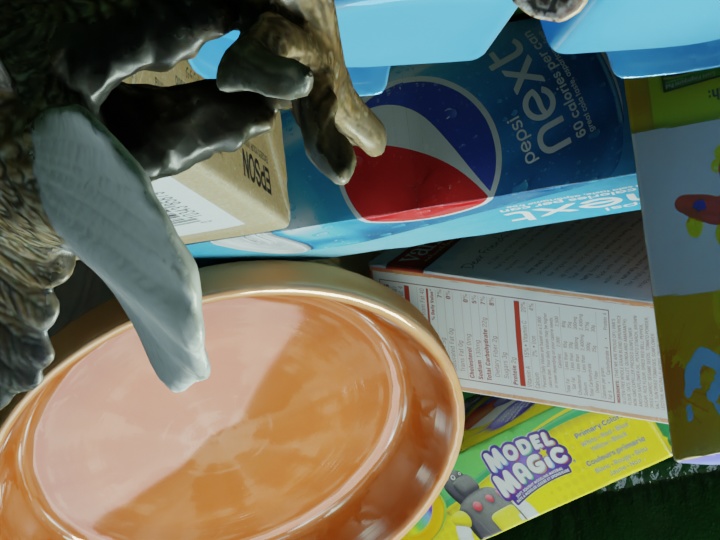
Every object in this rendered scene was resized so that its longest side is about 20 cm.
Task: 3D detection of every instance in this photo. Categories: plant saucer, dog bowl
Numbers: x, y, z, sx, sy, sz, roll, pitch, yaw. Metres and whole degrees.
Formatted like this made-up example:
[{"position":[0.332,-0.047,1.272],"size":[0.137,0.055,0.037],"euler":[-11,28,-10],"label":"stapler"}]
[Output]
[{"position":[-0.057,0.070,0.875],"size":[0.199,0.032,0.201],"euler":[-10,135,-10],"label":"plant saucer"},{"position":[0.048,-0.090,0.610],"size":[0.199,0.050,0.111],"euler":[-5,170,-10],"label":"dog bowl"}]

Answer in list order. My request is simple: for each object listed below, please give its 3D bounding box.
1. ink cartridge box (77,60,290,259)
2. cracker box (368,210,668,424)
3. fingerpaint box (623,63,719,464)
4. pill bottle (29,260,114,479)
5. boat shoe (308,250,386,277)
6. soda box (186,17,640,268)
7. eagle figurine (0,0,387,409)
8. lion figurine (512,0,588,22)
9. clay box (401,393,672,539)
[{"position":[-0.122,-0.050,0.658],"size":[0.164,0.076,0.200],"euler":[-9,171,10],"label":"ink cartridge box"},{"position":[0.121,0.009,0.904],"size":[0.199,0.058,0.134],"euler":[8,-155,32],"label":"cracker box"},{"position":[0.188,-0.035,0.666],"size":[0.199,0.168,0.073],"euler":[-14,167,36],"label":"fingerpaint box"},{"position":[-0.117,0.049,0.937],"size":[0.114,0.115,0.200],"euler":[-11,142,26],"label":"pill bottle"},{"position":[0.000,0.000,0.984],"size":[0.074,0.067,0.200],"euler":[3,166,27],"label":"boat shoe"},{"position":[0.024,-0.047,0.798],"size":[0.199,0.065,0.068],"euler":[-9,170,13],"label":"soda box"},{"position":[-0.099,-0.043,0.476],"size":[0.199,0.153,0.151],"euler":[-7,175,9],"label":"eagle figurine"},{"position":[0.076,-0.113,0.425],"size":[0.199,0.073,0.123],"euler":[-16,-159,17],"label":"lion figurine"},{"position":[0.083,0.077,1.012],"size":[0.200,0.048,0.115],"euler":[-29,-175,40],"label":"clay box"}]
